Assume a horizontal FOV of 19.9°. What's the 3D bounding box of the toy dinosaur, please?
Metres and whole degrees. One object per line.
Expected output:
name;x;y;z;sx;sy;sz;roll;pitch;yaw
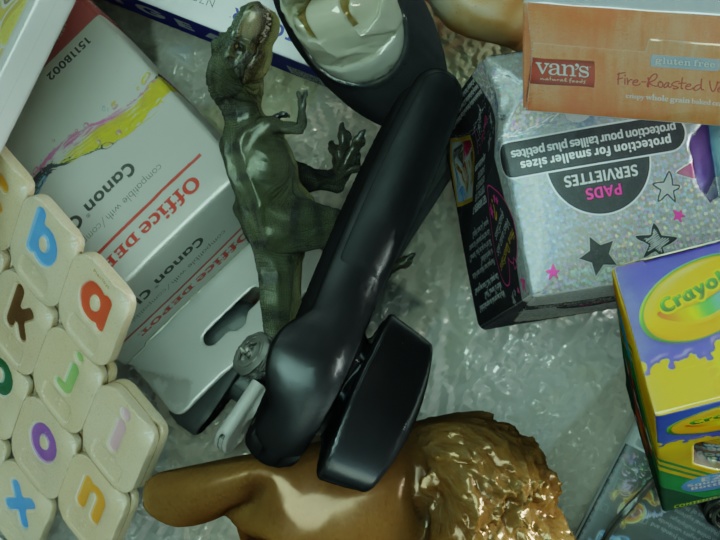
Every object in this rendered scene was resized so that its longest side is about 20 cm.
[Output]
toy dinosaur;-0.025;-0.026;0.966;0.047;0.088;0.201;-6;95;49

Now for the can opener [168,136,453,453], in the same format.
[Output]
can opener;-0.023;0.005;1.033;0.066;0.053;0.200;37;89;8

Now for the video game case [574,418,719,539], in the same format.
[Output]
video game case;0.213;0.140;1.006;0.200;0.023;0.182;28;87;8

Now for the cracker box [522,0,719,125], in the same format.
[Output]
cracker box;0.149;-0.138;0.896;0.133;0.200;0.058;6;127;11

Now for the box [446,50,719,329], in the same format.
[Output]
box;0.152;-0.047;0.959;0.199;0.132;0.115;-10;84;-8

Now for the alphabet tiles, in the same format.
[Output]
alphabet tiles;-0.167;0.040;0.997;0.200;0.015;0.196;46;134;24

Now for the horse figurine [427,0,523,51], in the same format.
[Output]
horse figurine;0.053;-0.168;1.009;0.200;0.050;0.133;37;83;-11

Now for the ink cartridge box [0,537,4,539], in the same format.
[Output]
ink cartridge box;-0.159;0.224;1.019;0.200;0.068;0.115;36;89;9

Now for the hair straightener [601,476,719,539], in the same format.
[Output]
hair straightener;0.216;0.125;0.984;0.199;0.041;0.077;1;63;12

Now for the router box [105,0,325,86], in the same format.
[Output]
router box;-0.070;-0.213;1.064;0.199;0.049;0.180;22;87;9

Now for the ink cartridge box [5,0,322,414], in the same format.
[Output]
ink cartridge box;-0.121;-0.038;1.020;0.116;0.067;0.200;-45;67;1

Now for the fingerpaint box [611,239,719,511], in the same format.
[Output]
fingerpaint box;0.219;0.033;0.909;0.199;0.167;0.074;-15;68;3

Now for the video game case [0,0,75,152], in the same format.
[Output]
video game case;-0.216;-0.082;0.999;0.023;0.182;0.201;30;83;-36

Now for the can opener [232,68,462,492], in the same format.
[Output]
can opener;0.000;0.000;0.924;0.078;0.063;0.201;26;66;-19

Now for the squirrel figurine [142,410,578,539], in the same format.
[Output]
squirrel figurine;0.021;0.165;0.961;0.199;0.141;0.187;-10;90;21

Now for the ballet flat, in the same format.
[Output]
ballet flat;-0.022;-0.144;0.956;0.073;0.073;0.200;-25;107;4
